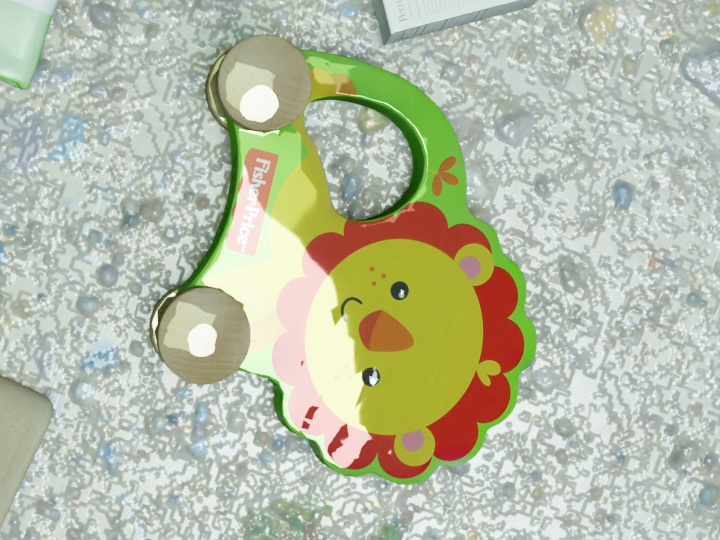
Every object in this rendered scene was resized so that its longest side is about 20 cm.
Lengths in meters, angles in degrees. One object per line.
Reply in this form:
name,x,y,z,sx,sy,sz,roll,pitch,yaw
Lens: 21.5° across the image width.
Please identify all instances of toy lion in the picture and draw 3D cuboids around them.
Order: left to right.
toy lion,0.000,0.000,0.950,0.190,0.069,0.202,13,88,-11

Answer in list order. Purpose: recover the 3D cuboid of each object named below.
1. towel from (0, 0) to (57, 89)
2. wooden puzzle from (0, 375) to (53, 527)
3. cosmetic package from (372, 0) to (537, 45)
towel,-0.207,-0.207,0.946,0.148,0.031,0.202,15,89,-3
wooden puzzle,-0.262,0.101,0.886,0.184,0.046,0.201,24,58,-4
cosmetic package,0.026,-0.222,0.954,0.082,0.051,0.202,-14,90,-6
